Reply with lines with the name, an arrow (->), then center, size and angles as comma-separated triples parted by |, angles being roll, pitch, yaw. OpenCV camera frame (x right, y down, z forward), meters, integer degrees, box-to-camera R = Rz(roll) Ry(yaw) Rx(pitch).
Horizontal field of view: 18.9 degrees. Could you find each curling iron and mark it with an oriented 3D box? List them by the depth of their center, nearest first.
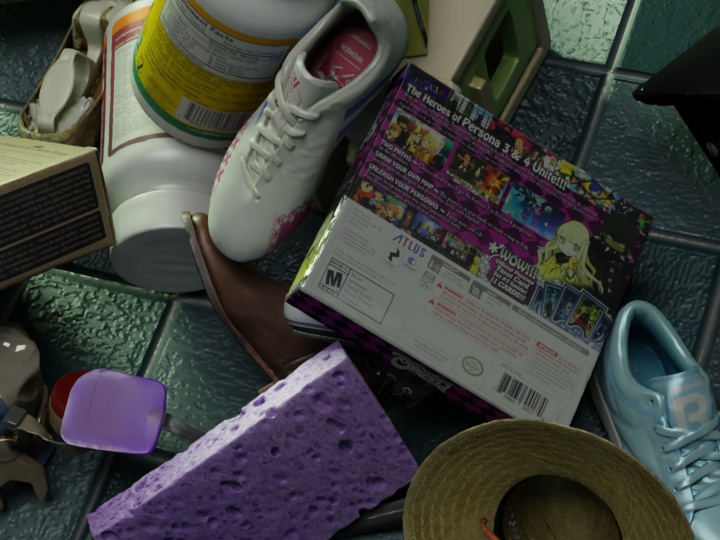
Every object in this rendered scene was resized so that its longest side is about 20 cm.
curling iron -> 0.075, 0.157, 1.416 | 0.199, 0.026, 0.050 | -5, 62, 11

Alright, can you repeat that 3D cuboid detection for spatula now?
spatula -> -0.097, 0.113, 1.436 | 0.200, 0.021, 0.057 | 18, 63, -16

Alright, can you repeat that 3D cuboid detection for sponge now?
sponge -> -0.067, 0.145, 1.399 | 0.200, 0.112, 0.030 | -34, 34, -2

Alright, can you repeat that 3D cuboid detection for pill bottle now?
pill bottle -> -0.079, -0.179, 1.450 | 0.112, 0.200, 0.113 | 10, 57, -16
pill bottle -> -0.134, -0.092, 1.566 | 0.109, 0.110, 0.200 | -8, 59, 9

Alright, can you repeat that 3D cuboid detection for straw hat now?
straw hat -> 0.127, 0.158, 1.344 | 0.201, 0.202, 0.085 | 10, 30, 19

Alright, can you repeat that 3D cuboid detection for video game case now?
video game case -> 0.074, -0.008, 1.391 | 0.200, 0.036, 0.182 | 31, 65, -12

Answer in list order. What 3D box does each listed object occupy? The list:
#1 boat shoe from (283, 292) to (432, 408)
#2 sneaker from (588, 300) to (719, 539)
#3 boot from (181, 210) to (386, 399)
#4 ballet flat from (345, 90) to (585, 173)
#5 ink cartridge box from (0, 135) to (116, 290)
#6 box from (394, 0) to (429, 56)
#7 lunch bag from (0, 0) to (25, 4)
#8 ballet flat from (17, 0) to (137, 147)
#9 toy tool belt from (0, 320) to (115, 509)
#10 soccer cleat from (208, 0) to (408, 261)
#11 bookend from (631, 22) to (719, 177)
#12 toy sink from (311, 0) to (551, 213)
boat shoe -> 0.042, 0.059, 1.426 | 0.200, 0.070, 0.066 | 11, 94, -18
sneaker -> 0.200, 0.106, 1.378 | 0.074, 0.082, 0.200 | -18, 56, -16
boot -> 0.000, 0.000, 1.471 | 0.200, 0.064, 0.187 | -29, 99, -1
ballet flat -> 0.076, -0.063, 1.463 | 0.200, 0.069, 0.070 | 20, 56, -26
ink cartridge box -> -0.293, -0.034, 1.510 | 0.165, 0.075, 0.200 | -24, 20, -34
box -> 0.020, -0.248, 1.491 | 0.050, 0.075, 0.200 | -3, 60, 11
lunch bag -> -0.257, -0.295, 1.698 | 0.199, 0.140, 0.168 | -7, 24, 10
ballet flat -> -0.206, -0.161, 1.651 | 0.071, 0.071, 0.200 | 12, 63, 20
toy tool belt -> -0.260, 0.102, 1.495 | 0.200, 0.123, 0.125 | 17, 42, 11
soccer cleat -> -0.044, -0.096, 1.393 | 0.070, 0.086, 0.200 | 35, 97, 15
bookend -> 0.304, -0.065, 1.442 | 0.092, 0.199, 0.200 | -37, 14, -10
toy sink -> 0.045, -0.135, 1.538 | 0.112, 0.130, 0.200 | 20, 65, 23
